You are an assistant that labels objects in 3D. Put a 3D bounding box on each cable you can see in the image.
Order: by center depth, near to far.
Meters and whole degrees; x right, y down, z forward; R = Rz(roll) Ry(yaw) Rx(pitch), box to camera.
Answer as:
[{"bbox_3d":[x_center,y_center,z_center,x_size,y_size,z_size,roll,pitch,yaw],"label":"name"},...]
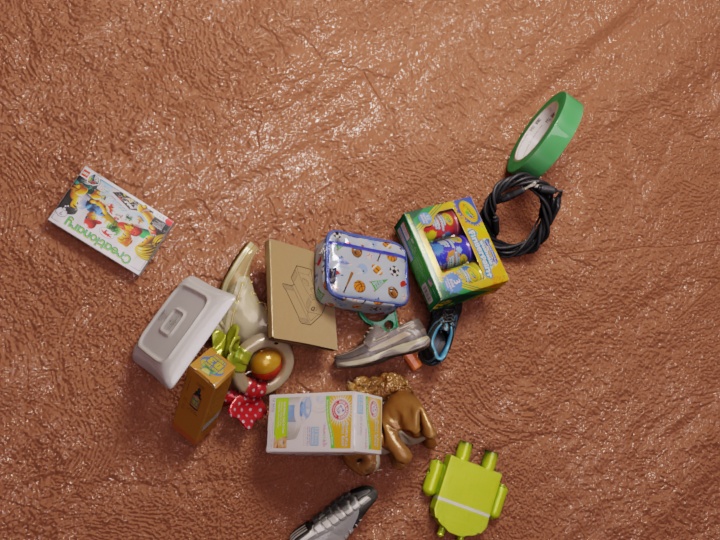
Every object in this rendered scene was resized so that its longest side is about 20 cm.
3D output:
[{"bbox_3d":[0.328,-0.108,1.617,0.162,0.051,0.201,11,125,-17],"label":"cable"}]

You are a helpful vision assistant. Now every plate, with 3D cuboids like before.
[{"bbox_3d":[-0.339,0.103,1.421,0.032,0.200,0.200,42,76,-35],"label":"plate"}]

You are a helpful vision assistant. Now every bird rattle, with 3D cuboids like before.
[{"bbox_3d":[-0.199,0.195,1.461,0.162,0.113,0.201,-26,115,-16],"label":"bird rattle"}]

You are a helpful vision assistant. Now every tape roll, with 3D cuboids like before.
[{"bbox_3d":[0.390,-0.282,1.627,0.048,0.200,0.201,32,78,-10],"label":"tape roll"}]

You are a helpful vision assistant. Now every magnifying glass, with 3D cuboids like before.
[{"bbox_3d":[0.063,0.121,1.602,0.079,0.022,0.200,-35,91,-14],"label":"magnifying glass"}]

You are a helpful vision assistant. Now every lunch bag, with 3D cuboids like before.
[{"bbox_3d":[0.000,0.000,1.544,0.199,0.076,0.161,12,65,-25],"label":"lunch bag"}]

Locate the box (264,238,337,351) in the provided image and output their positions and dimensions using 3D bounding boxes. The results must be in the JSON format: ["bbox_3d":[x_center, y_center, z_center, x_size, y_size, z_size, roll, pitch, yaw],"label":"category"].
[{"bbox_3d":[-0.115,0.050,1.501,0.163,0.021,0.201,16,60,-41],"label":"box"}]

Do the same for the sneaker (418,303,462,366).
[{"bbox_3d":[0.179,0.102,1.598,0.073,0.082,0.201,14,80,-9],"label":"sneaker"}]

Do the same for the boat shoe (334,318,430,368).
[{"bbox_3d":[0.040,0.148,1.560,0.199,0.075,0.074,-15,76,-1],"label":"boat shoe"}]

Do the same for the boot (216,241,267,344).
[{"bbox_3d":[-0.204,0.059,1.513,0.155,0.073,0.201,24,86,-8],"label":"boot"}]

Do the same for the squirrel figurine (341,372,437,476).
[{"bbox_3d":[0.035,0.308,1.534,0.186,0.142,0.201,-26,76,-4],"label":"squirrel figurine"}]

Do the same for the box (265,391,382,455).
[{"bbox_3d":[-0.067,0.290,1.445,0.199,0.101,0.113,-7,72,31],"label":"box"}]

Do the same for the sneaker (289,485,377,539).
[{"bbox_3d":[-0.033,0.520,1.516,0.199,0.075,0.116,-32,97,-4],"label":"sneaker"}]

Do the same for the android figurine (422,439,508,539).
[{"bbox_3d":[0.217,0.462,1.590,0.181,0.041,0.201,21,79,-11],"label":"android figurine"}]

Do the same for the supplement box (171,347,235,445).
[{"bbox_3d":[-0.290,0.234,1.409,0.066,0.200,0.069,37,45,11],"label":"supplement box"}]

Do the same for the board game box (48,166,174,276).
[{"bbox_3d":[-0.481,-0.094,1.486,0.199,0.035,0.127,32,78,-8],"label":"board game box"}]

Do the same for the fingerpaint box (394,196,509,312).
[{"bbox_3d":[0.187,-0.037,1.584,0.166,0.073,0.201,-14,72,-22],"label":"fingerpaint box"}]
